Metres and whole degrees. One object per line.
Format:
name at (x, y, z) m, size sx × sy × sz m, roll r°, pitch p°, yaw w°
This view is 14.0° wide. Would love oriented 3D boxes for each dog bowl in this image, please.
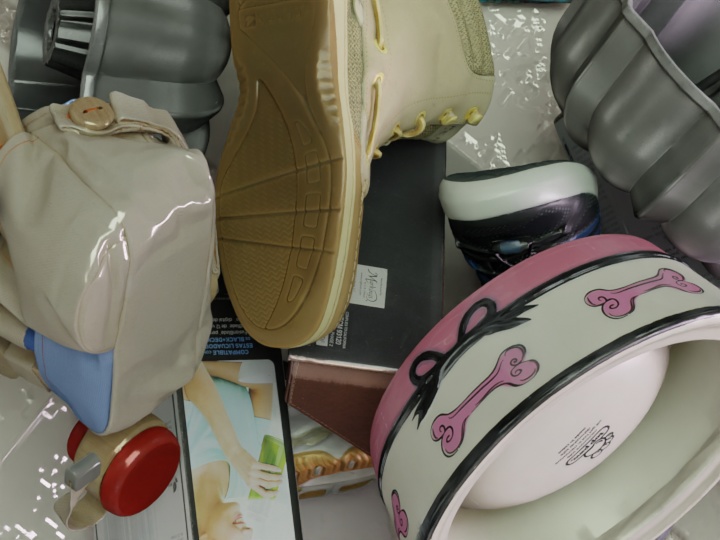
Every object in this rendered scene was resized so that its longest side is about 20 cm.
dog bowl at (0.092, 0.066, 1.329) m, size 0.200 × 0.200 × 0.074 m, roll -28°, pitch 59°, yaw -17°

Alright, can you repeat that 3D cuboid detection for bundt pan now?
bundt pan at (0.170, -0.066, 1.429) m, size 0.202 × 0.202 × 0.076 m, roll 43°, pitch 111°, yaw 0°
bundt pan at (-0.112, -0.109, 1.398) m, size 0.076 × 0.202 × 0.202 m, roll 9°, pitch 75°, yaw -17°

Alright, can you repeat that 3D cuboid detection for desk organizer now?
desk organizer at (0.000, 0.000, 1.415) m, size 0.072 × 0.077 × 0.200 m, roll 8°, pitch 44°, yaw -5°

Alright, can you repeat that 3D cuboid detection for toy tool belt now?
toy tool belt at (-0.131, 0.007, 1.297) m, size 0.123 × 0.200 × 0.125 m, roll 35°, pitch 50°, yaw 26°

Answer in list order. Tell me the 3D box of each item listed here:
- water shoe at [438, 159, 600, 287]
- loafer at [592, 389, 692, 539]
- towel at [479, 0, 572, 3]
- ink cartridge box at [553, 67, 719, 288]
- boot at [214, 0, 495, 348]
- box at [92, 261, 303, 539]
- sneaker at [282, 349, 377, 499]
water shoe at (0.088, -0.005, 1.425) m, size 0.071 × 0.200 × 0.079 m, roll -8°, pitch 82°, yaw 14°
loafer at (0.137, 0.086, 1.441) m, size 0.063 × 0.072 × 0.200 m, roll 36°, pitch 107°, yaw -28°
towel at (0.027, -0.203, 1.499) m, size 0.200 × 0.147 × 0.022 m, roll 1°, pitch 33°, yaw -13°
ink cartridge box at (0.229, -0.026, 1.541) m, size 0.199 × 0.041 × 0.200 m, roll -21°, pitch 83°, yaw -16°
boot at (0.001, -0.061, 1.358) m, size 0.073 × 0.155 × 0.200 m, roll -5°, pitch 83°, yaw 31°
box at (-0.081, 0.105, 1.398) m, size 0.060 × 0.117 × 0.200 m, roll 0°, pitch 75°, yaw -28°
sneaker at (0.034, 0.056, 1.461) m, size 0.200 × 0.076 × 0.088 m, roll -4°, pitch 67°, yaw -20°
